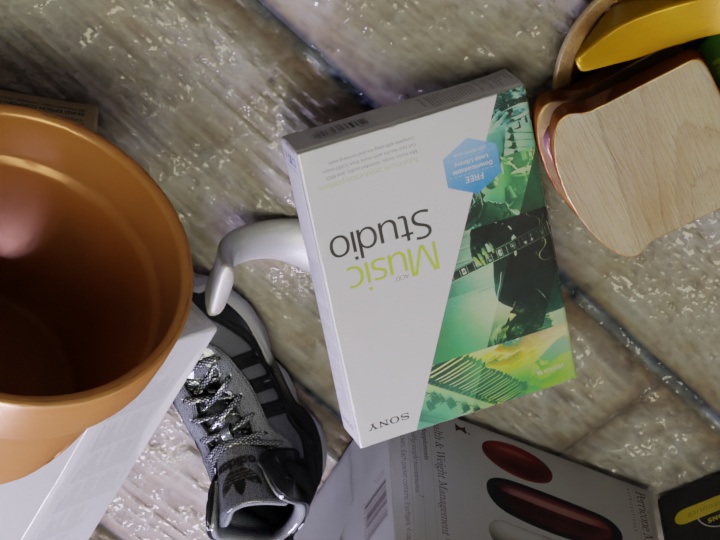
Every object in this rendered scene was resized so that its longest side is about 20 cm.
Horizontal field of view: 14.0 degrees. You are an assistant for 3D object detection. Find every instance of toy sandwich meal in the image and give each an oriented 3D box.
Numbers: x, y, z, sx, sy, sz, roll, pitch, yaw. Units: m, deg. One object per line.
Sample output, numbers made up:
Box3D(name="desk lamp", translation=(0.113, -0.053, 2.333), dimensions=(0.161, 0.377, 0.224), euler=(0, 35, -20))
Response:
Box3D(name="toy sandwich meal", translation=(0.198, -0.096, 1.704), dimensions=(0.205, 0.070, 0.205), euler=(-1, 127, -1))

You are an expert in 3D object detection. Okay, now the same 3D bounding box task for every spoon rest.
Box3D(name="spoon rest", translation=(0.000, 0.000, 1.788), dimensions=(0.200, 0.061, 0.099), euler=(4, 129, -22))

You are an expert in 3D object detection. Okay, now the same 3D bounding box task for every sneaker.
Box3D(name="sneaker", translation=(-0.080, 0.094, 1.811), dimensions=(0.075, 0.114, 0.200), euler=(-24, 124, 15))

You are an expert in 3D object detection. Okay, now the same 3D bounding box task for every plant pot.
Box3D(name="plant pot", translation=(-0.206, 0.027, 1.627), dimensions=(0.200, 0.200, 0.140), euler=(14, 142, -12))

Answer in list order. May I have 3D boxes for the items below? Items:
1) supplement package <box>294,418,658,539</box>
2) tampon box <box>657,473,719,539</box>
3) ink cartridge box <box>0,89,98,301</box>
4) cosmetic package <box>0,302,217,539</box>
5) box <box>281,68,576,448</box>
Box3D(name="supplement package", translation=(0.075, 0.217, 1.862), dimensions=(0.200, 0.191, 0.147), euler=(21, 125, -18))
Box3D(name="tampon box", translation=(0.305, 0.226, 1.920), dimensions=(0.150, 0.126, 0.200), euler=(-22, 124, 14))
Box3D(name="ink cartridge box", translation=(-0.253, -0.014, 1.747), dimensions=(0.165, 0.075, 0.200), euler=(8, 127, -10))
Box3D(name="cosmetic package", translation=(-0.169, 0.097, 1.776), dimensions=(0.051, 0.083, 0.200), euler=(45, 124, 18))
Box3D(name="box", translation=(0.043, -0.006, 1.741), dimensions=(0.144, 0.036, 0.200), euler=(-18, 117, -11))
